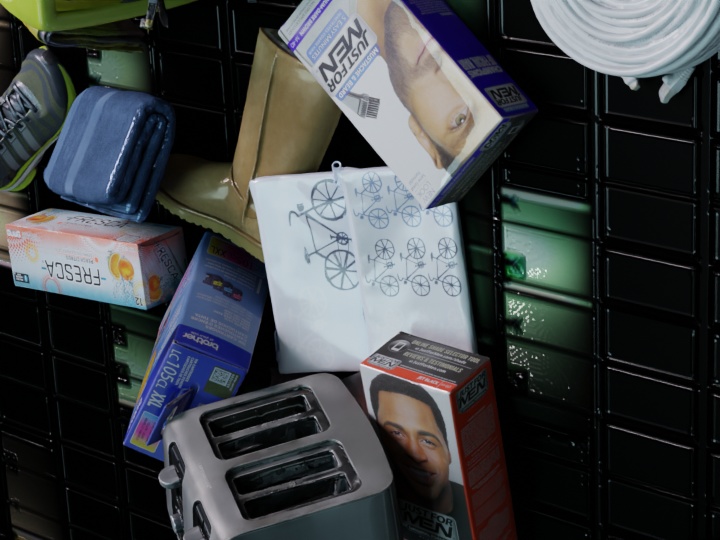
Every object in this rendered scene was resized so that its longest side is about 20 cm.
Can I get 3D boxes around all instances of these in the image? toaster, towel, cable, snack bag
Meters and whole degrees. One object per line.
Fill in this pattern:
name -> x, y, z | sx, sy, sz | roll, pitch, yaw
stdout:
toaster -> -0.059, 0.196, 1.715 | 0.181, 0.199, 0.119 | -120, 20, -52
towel -> -0.300, -0.262, 1.877 | 0.200, 0.143, 0.023 | 42, 115, 25
towel -> -0.227, -0.110, 1.868 | 0.200, 0.048, 0.112 | 17, 85, 64
cable -> 0.199, -0.239, 1.473 | 0.200, 0.069, 0.200 | 55, 134, 12
snack bag -> 0.000, 0.000, 1.750 | 0.199, 0.021, 0.190 | -1, 107, 25

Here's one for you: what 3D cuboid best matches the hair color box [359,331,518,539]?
hair color box -> 0.068, 0.159, 1.733 | 0.101, 0.061, 0.201 | 15, 128, 39

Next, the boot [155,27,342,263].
boot -> -0.097, -0.125, 1.802 | 0.175, 0.066, 0.201 | 28, 125, 18

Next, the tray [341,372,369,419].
tray -> -0.033, 0.163, 1.883 | 0.200, 0.022, 0.108 | -24, 89, 45

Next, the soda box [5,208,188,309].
soda box -> -0.256, -0.013, 1.991 | 0.199, 0.063, 0.069 | 9, 113, 41

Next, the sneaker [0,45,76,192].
sneaker -> -0.342, -0.139, 2.007 | 0.074, 0.081, 0.200 | 49, 133, 16

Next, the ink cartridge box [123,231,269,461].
ink cartridge box -> -0.145, 0.082, 1.823 | 0.076, 0.200, 0.137 | 21, 125, -10

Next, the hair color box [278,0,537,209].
hair color box -> 0.036, -0.161, 1.650 | 0.200, 0.065, 0.109 | 50, 122, 14

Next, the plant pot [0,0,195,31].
plant pot -> -0.251, -0.334, 1.771 | 0.181, 0.199, 0.200 | 24, 122, 41

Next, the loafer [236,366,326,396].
loafer -> -0.112, 0.127, 1.900 | 0.200, 0.063, 0.072 | -28, 57, 43

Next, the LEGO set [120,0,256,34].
LEGO set -> -0.110, -0.288, 1.692 | 0.116, 0.199, 0.155 | 106, 153, -83
